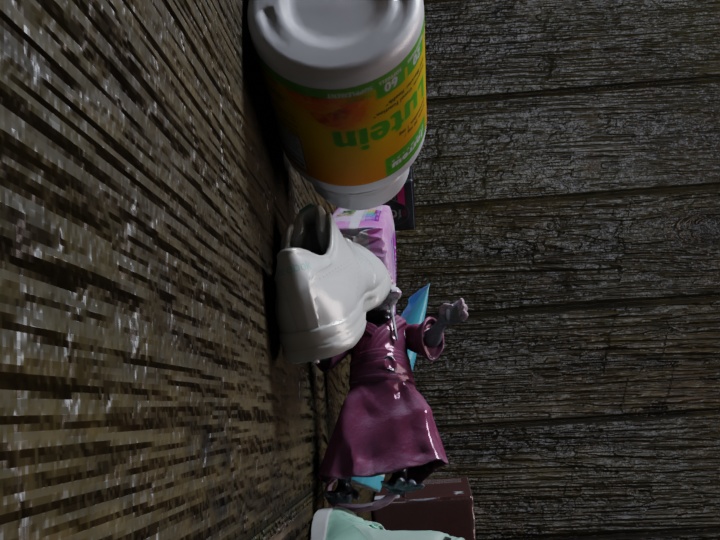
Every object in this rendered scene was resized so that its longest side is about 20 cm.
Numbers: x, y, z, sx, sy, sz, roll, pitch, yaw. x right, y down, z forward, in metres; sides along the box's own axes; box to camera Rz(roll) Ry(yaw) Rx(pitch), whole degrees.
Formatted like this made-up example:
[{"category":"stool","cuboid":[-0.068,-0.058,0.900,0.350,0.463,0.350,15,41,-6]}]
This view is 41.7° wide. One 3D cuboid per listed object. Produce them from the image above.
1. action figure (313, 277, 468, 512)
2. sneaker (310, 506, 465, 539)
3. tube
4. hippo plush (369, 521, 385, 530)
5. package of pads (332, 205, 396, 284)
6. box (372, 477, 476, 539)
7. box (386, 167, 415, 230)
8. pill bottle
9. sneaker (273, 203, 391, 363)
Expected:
[{"category":"action figure","cuboid":[0.025,0.095,0.813,0.149,0.133,0.201,82,8,-63]},{"category":"sneaker","cuboid":[0.020,0.220,0.703,0.200,0.118,0.074,42,42,-87]},{"category":"tube","cuboid":[0.028,0.112,0.921,0.201,0.050,0.077,-70,-168,-16]},{"category":"hippo plush","cuboid":[0.062,0.329,0.918,0.200,0.160,0.160,-75,161,-81]},{"category":"package of pads","cuboid":[0.000,0.000,0.995,0.200,0.075,0.121,-75,164,-80]},{"category":"box","cuboid":[0.111,0.463,1.577,0.164,0.165,0.201,20,67,-85]},{"category":"box","cuboid":[0.046,-0.181,1.759,0.123,0.106,0.201,82,6,-45]},{"category":"pill bottle","cuboid":[-0.009,-0.124,0.666,0.200,0.111,0.112,79,8,-66]},{"category":"sneaker","cuboid":[-0.025,-0.008,0.682,0.200,0.075,0.089,-77,151,-75]}]
